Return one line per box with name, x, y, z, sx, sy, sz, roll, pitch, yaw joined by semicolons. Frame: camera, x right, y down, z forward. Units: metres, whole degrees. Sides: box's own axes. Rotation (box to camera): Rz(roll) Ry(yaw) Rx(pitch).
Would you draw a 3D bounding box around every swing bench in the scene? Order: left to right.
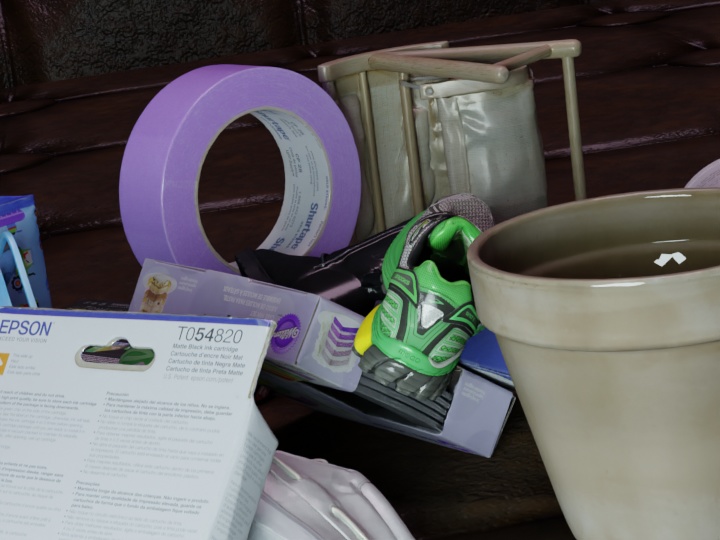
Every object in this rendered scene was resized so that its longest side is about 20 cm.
swing bench;0.082;-0.087;1.635;0.200;0.200;0.130;5;19;39

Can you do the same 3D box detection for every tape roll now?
tape roll;-0.096;-0.067;1.567;0.200;0.201;0.066;-18;17;-36

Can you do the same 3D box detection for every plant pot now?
plant pot;0.166;0.059;1.071;0.199;0.174;0.200;-7;15;2

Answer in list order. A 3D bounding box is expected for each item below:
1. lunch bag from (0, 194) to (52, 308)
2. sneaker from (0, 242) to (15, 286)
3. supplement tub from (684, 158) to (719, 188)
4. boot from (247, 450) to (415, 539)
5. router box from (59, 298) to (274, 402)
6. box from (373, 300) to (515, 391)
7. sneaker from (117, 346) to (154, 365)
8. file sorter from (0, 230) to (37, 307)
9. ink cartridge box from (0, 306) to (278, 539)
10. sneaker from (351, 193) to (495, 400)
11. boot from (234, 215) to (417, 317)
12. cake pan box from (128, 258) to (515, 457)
lunch bag;-0.328;0.039;1.446;0.094;0.151;0.200;1;16;31
sneaker;-0.300;0.065;1.366;0.200;0.078;0.066;-51;4;-26
supplement tub;0.286;-0.003;1.340;0.132;0.132;0.200;-6;15;5
boot;-0.059;0.128;1.070;0.200;0.074;0.095;36;29;32
router box;-0.182;0.076;1.409;0.200;0.062;0.150;4;17;38
box;0.090;0.059;1.271;0.200;0.032;0.121;11;-8;46
sneaker;-0.136;0.099;1.171;0.083;0.074;0.200;11;26;-15
file sorter;-0.309;0.067;1.257;0.199;0.139;0.123;-15;-15;-20
ink cartridge box;-0.144;0.118;1.022;0.199;0.200;0.041;2;-27;32
sneaker;0.058;0.000;1.158;0.078;0.085;0.200;29;27;-4
boot;0.000;-0.001;1.455;0.162;0.074;0.198;-27;19;-8
cake pan box;-0.025;0.056;1.243;0.184;0.052;0.200;26;-10;-40
